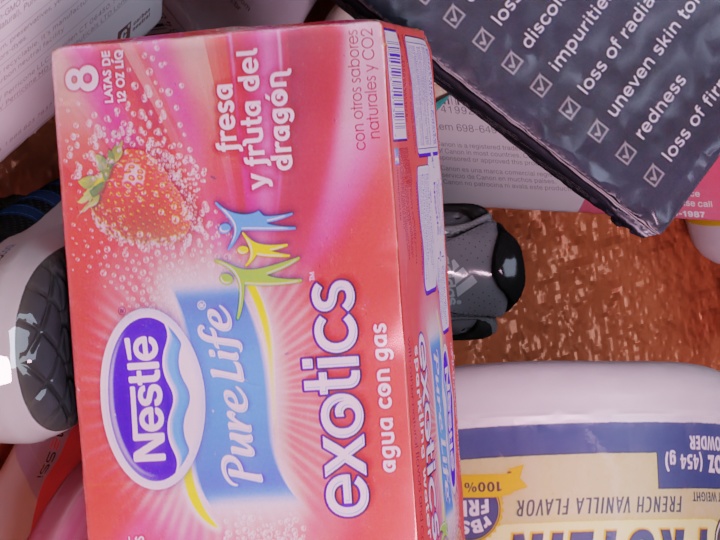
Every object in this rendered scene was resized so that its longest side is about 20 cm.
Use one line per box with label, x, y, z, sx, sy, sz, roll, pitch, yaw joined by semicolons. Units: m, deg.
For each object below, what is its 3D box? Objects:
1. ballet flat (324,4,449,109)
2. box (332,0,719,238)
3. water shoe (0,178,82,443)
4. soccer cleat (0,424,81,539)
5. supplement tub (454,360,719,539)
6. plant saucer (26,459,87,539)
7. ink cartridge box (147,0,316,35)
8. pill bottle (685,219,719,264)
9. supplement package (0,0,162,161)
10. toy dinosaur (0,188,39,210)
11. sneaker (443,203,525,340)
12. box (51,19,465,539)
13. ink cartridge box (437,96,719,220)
ballet flat;0.026;-0.090;0.949;0.063;0.199;0.067;64;23;-11
box;0.065;-0.155;0.804;0.196;0.124;0.200;36;93;-22
water shoe;-0.109;0.007;0.754;0.200;0.078;0.072;-39;127;-82
soccer cleat;-0.091;0.047;0.895;0.067;0.076;0.201;31;68;-38
supplement tub;0.062;0.136;0.822;0.144;0.144;0.202;6;78;-43
plant saucer;-0.053;0.145;0.834;0.200;0.051;0.202;11;75;-48
ink cartridge box;-0.064;-0.200;0.955;0.200;0.040;0.201;50;56;-30
pill bottle;0.197;-0.067;1.149;0.111;0.111;0.202;-22;104;-41
supplement package;-0.130;-0.135;0.697;0.117;0.117;0.201;-45;157;-33
toy dinosaur;-0.156;-0.043;0.860;0.200;0.047;0.088;-40;97;-34
sneaker;0.000;0.000;0.898;0.200;0.114;0.076;-38;125;-79
box;-0.024;0.032;0.712;0.103;0.094;0.202;-24;110;-79
ink cartridge box;0.086;-0.129;0.986;0.085;0.145;0.201;-54;141;-47
